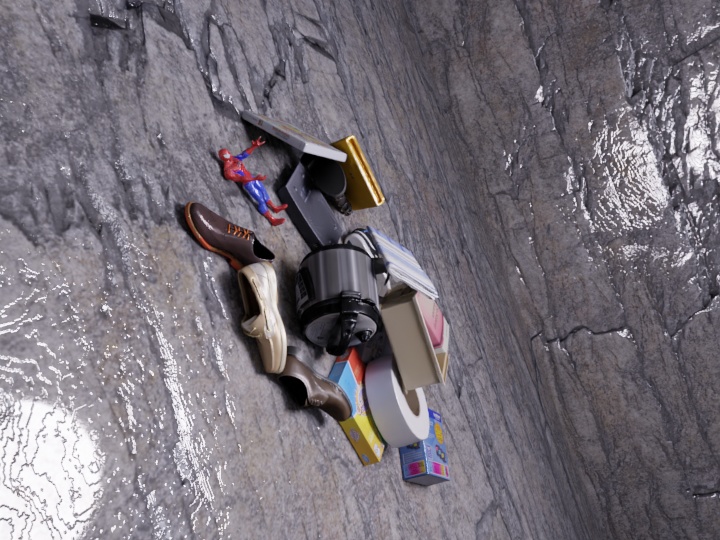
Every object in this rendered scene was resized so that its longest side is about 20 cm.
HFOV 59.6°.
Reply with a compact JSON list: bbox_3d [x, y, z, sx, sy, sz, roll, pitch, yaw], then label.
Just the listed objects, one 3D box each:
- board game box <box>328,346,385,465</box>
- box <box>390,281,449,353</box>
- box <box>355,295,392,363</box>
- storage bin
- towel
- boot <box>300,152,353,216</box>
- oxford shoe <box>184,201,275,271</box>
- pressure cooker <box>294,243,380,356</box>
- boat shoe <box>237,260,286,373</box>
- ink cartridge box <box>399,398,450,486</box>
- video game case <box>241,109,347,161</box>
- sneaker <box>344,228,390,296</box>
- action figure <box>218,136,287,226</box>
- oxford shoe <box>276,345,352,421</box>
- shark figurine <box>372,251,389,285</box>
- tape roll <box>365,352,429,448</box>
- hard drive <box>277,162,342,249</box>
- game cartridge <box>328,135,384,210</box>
[{"bbox_3d":[-0.002,0.294,1.376,0.203,0.040,0.154,61,25,-18],"label":"board game box"},{"bbox_3d":[0.156,0.137,1.747,0.202,0.107,0.129,56,27,-26],"label":"box"},{"bbox_3d":[0.054,0.150,1.518,0.199,0.040,0.160,22,82,-57],"label":"box"},{"bbox_3d":[0.125,0.139,1.419,0.199,0.092,0.205,-49,121,-72],"label":"storage bin"},{"bbox_3d":[0.086,-0.019,1.378,0.145,0.024,0.201,32,17,-28],"label":"towel"},{"bbox_3d":[-0.058,-0.192,1.512,0.201,0.069,0.175,53,-1,44],"label":"boot"},{"bbox_3d":[-0.232,-0.066,1.132,0.200,0.071,0.073,43,35,-45],"label":"oxford shoe"},{"bbox_3d":[-0.043,0.069,1.301,0.176,0.175,0.204,41,36,-50],"label":"pressure cooker"},{"bbox_3d":[-0.184,0.088,1.131,0.068,0.073,0.206,-9,88,-40],"label":"boat shoe"},{"bbox_3d":[0.152,0.418,1.567,0.136,0.075,0.204,35,40,-51],"label":"ink cartridge box"},{"bbox_3d":[-0.144,-0.302,1.421,0.180,0.023,0.199,31,15,21],"label":"video game case"},{"bbox_3d":[0.037,-0.022,1.661,0.203,0.072,0.112,63,27,-12],"label":"sneaker"},{"bbox_3d":[-0.200,-0.184,1.269,0.200,0.097,0.066,44,33,-39],"label":"action figure"},{"bbox_3d":[-0.092,0.239,1.203,0.200,0.072,0.085,43,36,-24],"label":"oxford shoe"},{"bbox_3d":[0.021,0.005,1.469,0.126,0.212,0.092,16,87,-43],"label":"shark figurine"},{"bbox_3d":[0.086,0.292,1.425,0.204,0.069,0.205,56,21,-35],"label":"tape roll"},{"bbox_3d":[-0.116,-0.136,1.464,0.202,0.042,0.136,57,27,-25],"label":"hard drive"},{"bbox_3d":[-0.033,-0.235,1.565,0.032,0.199,0.179,-33,106,-22],"label":"game cartridge"}]
